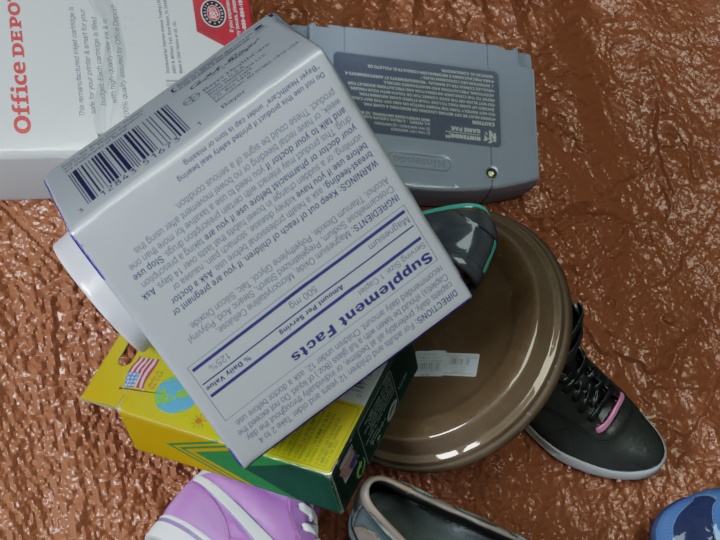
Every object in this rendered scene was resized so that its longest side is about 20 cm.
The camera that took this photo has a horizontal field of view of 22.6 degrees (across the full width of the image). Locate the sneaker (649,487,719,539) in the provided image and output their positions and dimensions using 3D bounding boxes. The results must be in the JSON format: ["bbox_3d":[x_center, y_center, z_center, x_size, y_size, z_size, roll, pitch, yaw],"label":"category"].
[{"bbox_3d":[0.307,0.186,1.310,0.198,0.082,0.075,-3,70,-15],"label":"sneaker"}]

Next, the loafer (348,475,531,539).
[{"bbox_3d":[0.079,0.197,1.173,0.198,0.063,0.072,26,64,14],"label":"loafer"}]

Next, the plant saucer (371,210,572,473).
[{"bbox_3d":[0.051,0.043,1.261,0.198,0.029,0.202,-12,61,21],"label":"plant saucer"}]

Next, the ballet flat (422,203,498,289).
[{"bbox_3d":[0.000,0.000,1.252,0.198,0.073,0.074,-8,65,22],"label":"ballet flat"}]

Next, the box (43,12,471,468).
[{"bbox_3d":[-0.063,-0.020,1.113,0.183,0.105,0.201,-36,118,-5],"label":"box"}]

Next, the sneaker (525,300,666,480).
[{"bbox_3d":[0.150,0.076,1.302,0.199,0.099,0.071,37,62,0],"label":"sneaker"}]

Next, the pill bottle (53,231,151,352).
[{"bbox_3d":[-0.102,-0.046,1.211,0.200,0.113,0.114,-41,82,-1],"label":"pill bottle"}]

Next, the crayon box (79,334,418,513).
[{"bbox_3d":[-0.075,0.076,1.227,0.198,0.051,0.128,15,56,24],"label":"crayon box"}]

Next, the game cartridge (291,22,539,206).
[{"bbox_3d":[0.039,-0.117,1.386,0.198,0.042,0.135,6,71,-13],"label":"game cartridge"}]

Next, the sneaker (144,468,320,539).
[{"bbox_3d":[-0.035,0.200,1.215,0.200,0.073,0.114,40,61,3],"label":"sneaker"}]

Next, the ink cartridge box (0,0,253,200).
[{"bbox_3d":[-0.177,-0.133,1.301,0.198,0.084,0.146,-2,69,-20],"label":"ink cartridge box"}]
